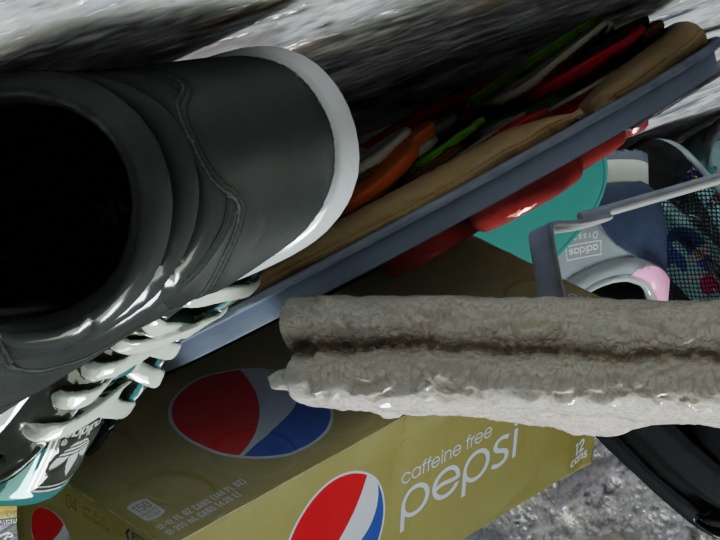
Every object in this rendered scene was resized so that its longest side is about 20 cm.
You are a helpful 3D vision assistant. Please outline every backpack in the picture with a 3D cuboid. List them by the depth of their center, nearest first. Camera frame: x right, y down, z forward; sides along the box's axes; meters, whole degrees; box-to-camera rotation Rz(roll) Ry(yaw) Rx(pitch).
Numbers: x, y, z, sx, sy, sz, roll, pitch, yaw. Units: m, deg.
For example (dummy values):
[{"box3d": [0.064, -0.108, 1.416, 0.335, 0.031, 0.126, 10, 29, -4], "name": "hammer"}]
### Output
[{"box3d": [0.169, 0.034, 1.334, 0.150, 0.200, 0.178, -39, 179, -15], "name": "backpack"}]

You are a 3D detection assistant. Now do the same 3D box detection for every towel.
[{"box3d": [0.083, 0.027, 0.766, 0.199, 0.035, 0.132, 0, 176, 17], "name": "towel"}]

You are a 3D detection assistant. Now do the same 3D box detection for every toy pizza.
[{"box3d": [0.015, -0.029, 0.844, 0.199, 0.032, 0.200, -28, -178, 1], "name": "toy pizza"}]

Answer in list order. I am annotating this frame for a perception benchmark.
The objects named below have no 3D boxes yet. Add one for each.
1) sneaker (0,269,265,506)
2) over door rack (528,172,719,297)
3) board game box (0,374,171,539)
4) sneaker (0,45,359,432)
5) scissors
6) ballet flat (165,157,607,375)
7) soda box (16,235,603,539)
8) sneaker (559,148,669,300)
[{"box3d": [-0.078, 0.017, 0.773, 0.199, 0.080, 0.071, -23, 172, 34], "name": "sneaker"}, {"box3d": [0.152, -0.063, 0.845, 0.199, 0.067, 0.148, -29, 180, -33], "name": "over door rack"}, {"box3d": [-0.164, 0.083, 0.889, 0.199, 0.028, 0.136, 1, 140, -27], "name": "board game box"}, {"box3d": [-0.103, 0.005, 0.646, 0.199, 0.071, 0.099, -28, 171, 22], "name": "sneaker"}, {"box3d": [0.078, -0.045, 0.949, 0.073, 0.014, 0.200, -29, -177, 40], "name": "scissors"}, {"box3d": [0.000, 0.000, 0.975, 0.068, 0.068, 0.200, 21, -133, 39], "name": "ballet flat"}, {"box3d": [-0.011, 0.057, 0.876, 0.068, 0.064, 0.199, 26, -142, 35], "name": "soda box"}, {"box3d": [0.045, 0.004, 1.140, 0.199, 0.083, 0.070, -11, 173, -29], "name": "sneaker"}]
